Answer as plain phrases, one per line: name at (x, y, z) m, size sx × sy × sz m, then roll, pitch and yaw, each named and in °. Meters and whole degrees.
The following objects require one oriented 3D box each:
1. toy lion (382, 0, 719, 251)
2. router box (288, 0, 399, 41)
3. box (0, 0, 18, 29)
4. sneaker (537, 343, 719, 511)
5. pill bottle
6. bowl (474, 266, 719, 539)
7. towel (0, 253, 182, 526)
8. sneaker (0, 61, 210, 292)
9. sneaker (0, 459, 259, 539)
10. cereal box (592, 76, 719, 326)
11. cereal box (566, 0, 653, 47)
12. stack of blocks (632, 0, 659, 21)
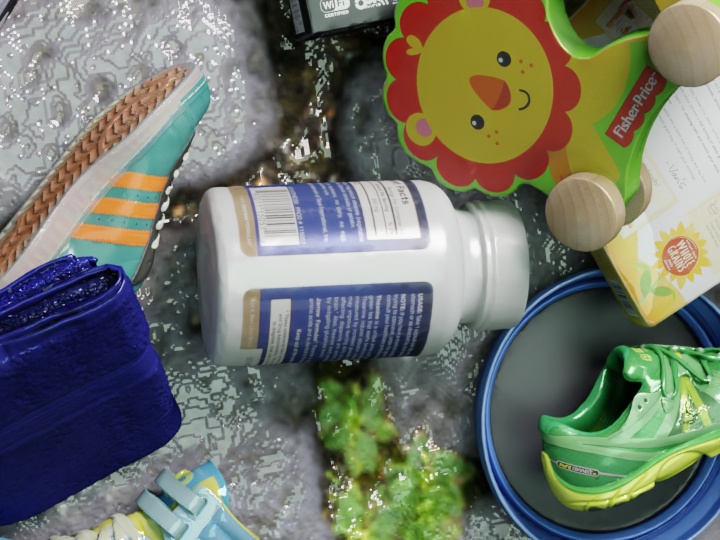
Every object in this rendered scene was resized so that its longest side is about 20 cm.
toy lion at (0.109, -0.122, 1.004) m, size 0.191 × 0.069 × 0.201 m, roll 38°, pitch 125°, yaw 12°
router box at (0.041, -0.240, 1.080) m, size 0.198 × 0.062 × 0.152 m, roll -13°, pitch 95°, yaw -12°
box at (-0.271, -0.170, 0.984) m, size 0.131 × 0.115 × 0.201 m, roll 32°, pitch 85°, yaw -13°
sneaker at (0.203, 0.079, 1.091) m, size 0.199 × 0.074 × 0.084 m, roll -31°, pitch 104°, yaw -9°
pill bottle at (0.000, 0.000, 1.060) m, size 0.198 × 0.111 × 0.112 m, roll -2°, pitch 94°, yaw -13°
bowl at (0.170, 0.097, 1.143) m, size 0.198 × 0.039 × 0.203 m, roll -1°, pitch 94°, yaw -13°
towel at (-0.188, 0.072, 0.991) m, size 0.147 × 0.201 × 0.050 m, roll -27°, pitch 62°, yaw -9°
sneaker at (-0.153, -0.038, 1.050) m, size 0.200 × 0.071 × 0.080 m, roll -50°, pitch 121°, yaw -11°
sneaker at (-0.154, 0.167, 1.053) m, size 0.198 × 0.079 × 0.132 m, roll 23°, pitch 90°, yaw -23°
cereal box at (0.229, -0.077, 1.097) m, size 0.199 × 0.040 × 0.145 m, roll -32°, pitch 98°, yaw -8°
cereal box at (0.215, -0.111, 1.141) m, size 0.144 × 0.040 × 0.200 m, roll -44°, pitch 102°, yaw -6°
stack of blocks at (0.174, -0.239, 1.005) m, size 0.200 × 0.059 × 0.115 m, roll 41°, pitch 86°, yaw -12°
